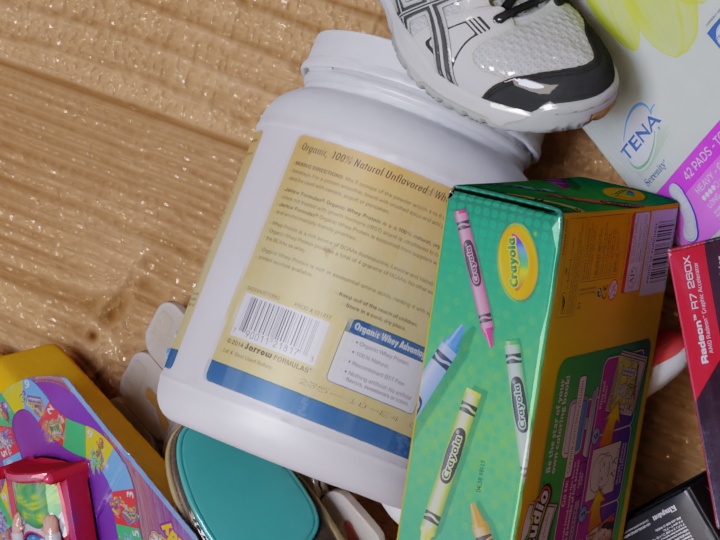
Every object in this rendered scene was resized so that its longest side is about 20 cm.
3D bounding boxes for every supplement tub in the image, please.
[{"bbox_3d":[0.000,0.000,0.933,0.144,0.145,0.201,19,85,26],"label":"supplement tub"}]

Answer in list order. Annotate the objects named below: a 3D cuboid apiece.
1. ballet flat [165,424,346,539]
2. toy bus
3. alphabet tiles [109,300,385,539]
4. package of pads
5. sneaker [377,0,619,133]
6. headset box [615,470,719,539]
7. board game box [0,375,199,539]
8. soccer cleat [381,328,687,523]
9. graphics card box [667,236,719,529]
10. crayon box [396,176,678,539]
[{"bbox_3d":[-0.033,0.161,1.001,0.200,0.069,0.063,47,156,17],"label":"ballet flat"},{"bbox_3d":[-0.169,0.111,1.098,0.200,0.065,0.078,44,125,26],"label":"toy bus"},{"bbox_3d":[-0.073,0.121,1.069,0.196,0.015,0.200,47,126,21],"label":"alphabet tiles"},{"bbox_3d":[0.149,-0.113,0.871,0.200,0.068,0.155,53,147,13],"label":"package of pads"},{"bbox_3d":[0.041,-0.142,0.862,0.200,0.075,0.088,45,146,29],"label":"sneaker"},{"bbox_3d":[0.164,0.215,0.938,0.148,0.075,0.200,-35,80,29],"label":"headset box"},{"bbox_3d":[-0.164,0.156,1.031,0.200,0.039,0.158,47,127,23],"label":"board game box"},{"bbox_3d":[0.093,0.089,0.969,0.200,0.069,0.085,-29,91,33],"label":"soccer cleat"},{"bbox_3d":[0.228,0.030,0.785,0.200,0.051,0.126,-14,80,37],"label":"graphics card box"},{"bbox_3d":[0.077,0.063,0.857,0.058,0.119,0.201,14,101,31],"label":"crayon box"}]
